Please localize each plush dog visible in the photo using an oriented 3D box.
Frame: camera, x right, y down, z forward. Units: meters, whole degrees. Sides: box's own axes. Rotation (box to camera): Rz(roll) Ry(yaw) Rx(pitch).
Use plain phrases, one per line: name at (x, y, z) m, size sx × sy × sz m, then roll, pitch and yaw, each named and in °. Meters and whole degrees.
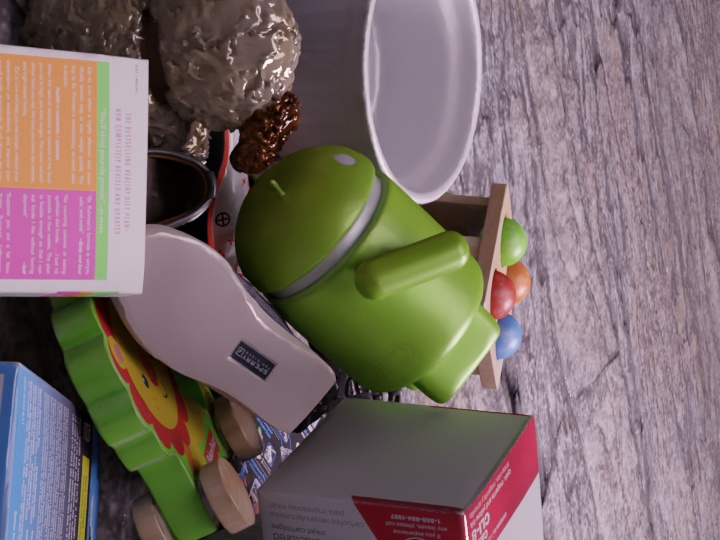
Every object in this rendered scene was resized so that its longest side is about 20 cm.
plush dog at (-0.118, -0.142, 1.075) m, size 0.160 × 0.171 × 0.200 m, roll -32°, pitch 115°, yaw -63°

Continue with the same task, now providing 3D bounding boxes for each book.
book at (-0.209, -0.052, 0.914) m, size 0.200 × 0.048 × 0.134 m, roll 2°, pitch 84°, yaw -37°

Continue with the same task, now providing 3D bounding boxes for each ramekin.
ramekin at (0.007, -0.151, 1.278) m, size 0.200 × 0.098 × 0.201 m, roll -10°, pitch 102°, yaw -61°

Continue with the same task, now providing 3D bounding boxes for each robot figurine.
robot figurine at (0.000, 0.000, 1.141) m, size 0.200 × 0.175 × 0.116 m, roll 42°, pitch 83°, yaw -22°

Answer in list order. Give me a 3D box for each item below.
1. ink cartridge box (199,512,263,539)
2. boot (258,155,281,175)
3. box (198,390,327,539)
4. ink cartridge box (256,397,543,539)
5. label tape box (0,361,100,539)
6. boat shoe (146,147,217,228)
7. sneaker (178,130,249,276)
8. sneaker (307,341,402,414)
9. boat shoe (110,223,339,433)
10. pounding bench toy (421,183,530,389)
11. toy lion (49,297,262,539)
ink cartridge box at (-0.091, 0.258, 1.144) m, size 0.200 × 0.050 × 0.161 m, roll -17°, pitch 109°, yaw -56°
boot at (-0.056, -0.098, 1.324) m, size 0.090 × 0.073 × 0.200 m, roll -78°, pitch 152°, yaw -46°
box at (-0.063, 0.176, 1.288) m, size 0.199 × 0.050 × 0.200 m, roll -72°, pitch 146°, yaw -41°
ink cartridge box at (0.034, 0.208, 1.146) m, size 0.145 × 0.145 × 0.200 m, roll -44°, pitch 132°, yaw -58°
label tape box at (-0.197, 0.139, 0.965) m, size 0.200 × 0.066 × 0.144 m, roll 77°, pitch 14°, yaw -75°
boat shoe at (-0.175, -0.043, 1.007) m, size 0.200 × 0.068 × 0.072 m, roll -7°, pitch 96°, yaw -42°
sneaker at (-0.100, -0.041, 1.232) m, size 0.108 × 0.067 × 0.202 m, roll -10°, pitch 97°, yaw -68°
sneaker at (-0.020, 0.020, 1.293) m, size 0.091 × 0.076 × 0.200 m, roll -119°, pitch -159°, yaw -59°
boat shoe at (-0.102, 0.027, 1.079) m, size 0.075 × 0.093 × 0.200 m, roll -48°, pitch 131°, yaw -6°
pounding bench toy at (0.066, -0.020, 1.452) m, size 0.124 × 0.156 × 0.200 m, roll 77°, pitch 22°, yaw -51°
toy lion at (-0.134, 0.072, 1.089) m, size 0.200 × 0.069 × 0.192 m, roll -91°, pitch 155°, yaw -76°
